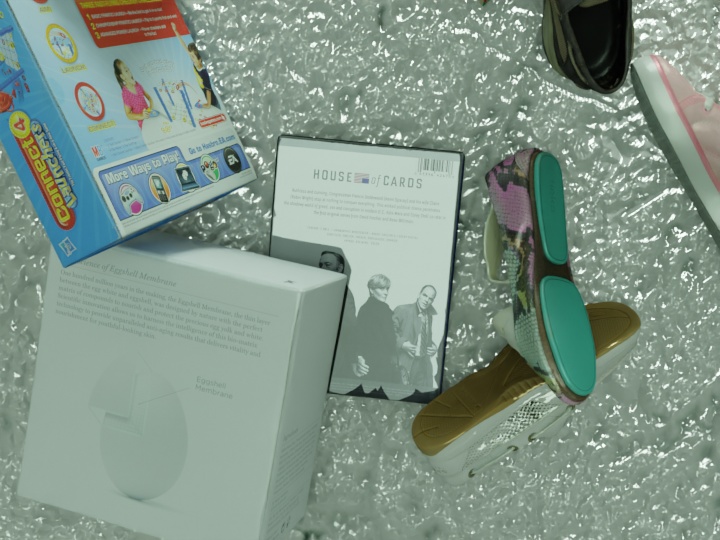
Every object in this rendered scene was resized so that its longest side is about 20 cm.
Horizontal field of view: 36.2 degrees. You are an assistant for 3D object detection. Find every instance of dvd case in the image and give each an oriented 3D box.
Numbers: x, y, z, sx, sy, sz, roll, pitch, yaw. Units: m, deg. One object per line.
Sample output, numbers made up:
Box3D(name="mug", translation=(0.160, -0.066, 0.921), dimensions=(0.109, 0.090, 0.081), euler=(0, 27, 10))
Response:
Box3D(name="dvd case", translation=(0.000, 0.000, 0.877), dimensions=(0.148, 0.025, 0.203), euler=(6, 97, 4))

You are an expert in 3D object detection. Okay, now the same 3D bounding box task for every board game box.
Box3D(name="board game box", translation=(-0.178, -0.125, 0.784), dimensions=(0.055, 0.200, 0.198), euler=(-23, 95, 26))

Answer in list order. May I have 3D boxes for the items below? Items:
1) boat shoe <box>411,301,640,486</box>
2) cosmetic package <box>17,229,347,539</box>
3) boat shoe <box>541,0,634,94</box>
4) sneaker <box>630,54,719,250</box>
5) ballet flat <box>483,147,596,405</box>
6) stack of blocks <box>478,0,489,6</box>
Box3D(name="boat shoe", translation=(0.136, 0.098, 0.865), dimensions=(0.198, 0.071, 0.070), euler=(-31, 121, 0))
Box3D(name="cosmetic package", translation=(-0.132, 0.083, 0.833), dimensions=(0.197, 0.123, 0.203), euler=(13, 100, 14))
Box3D(name="boat shoe", translation=(0.162, -0.213, 0.769), dimensions=(0.074, 0.074, 0.201), euler=(-27, 131, -4))
Box3D(name="sneaker", translation=(0.285, -0.092, 0.819), dimensions=(0.104, 0.075, 0.201), euler=(-32, 102, 12))
Box3D(name="ballet flat", translation=(0.129, 0.008, 0.830), dimensions=(0.071, 0.069, 0.203), euler=(-22, 66, 39))
Box3D(name="stack of blocks", translation=(0.072, -0.314, 0.814), dimensions=(0.115, 0.059, 0.200), euler=(-40, 93, 8))
